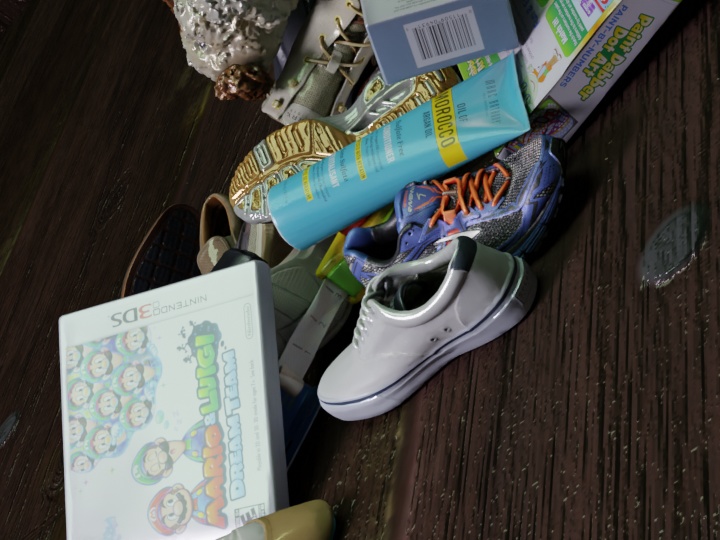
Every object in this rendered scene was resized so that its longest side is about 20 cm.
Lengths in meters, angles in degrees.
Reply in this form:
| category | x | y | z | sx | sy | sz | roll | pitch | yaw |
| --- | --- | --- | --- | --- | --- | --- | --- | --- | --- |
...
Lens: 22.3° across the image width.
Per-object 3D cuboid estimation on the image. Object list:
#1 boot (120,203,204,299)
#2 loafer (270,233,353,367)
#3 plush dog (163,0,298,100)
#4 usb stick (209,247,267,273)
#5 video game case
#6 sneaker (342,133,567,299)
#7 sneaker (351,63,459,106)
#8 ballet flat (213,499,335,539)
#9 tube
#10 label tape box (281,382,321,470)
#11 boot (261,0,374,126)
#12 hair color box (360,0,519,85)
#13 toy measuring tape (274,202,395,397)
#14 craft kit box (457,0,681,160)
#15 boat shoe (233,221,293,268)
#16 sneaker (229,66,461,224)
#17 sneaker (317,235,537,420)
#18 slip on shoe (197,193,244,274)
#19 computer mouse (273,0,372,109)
| category | x | y | z | sx | sy | sz | roll | pitch | yaw |
| --- | --- | --- | --- | --- | --- | --- | --- | --- | --- |
| boot | -0.195 | 0.040 | 1.656 | 0.097 | 0.074 | 0.201 | -22 | 51 | 63 |
| loafer | -0.040 | 0.018 | 1.392 | 0.200 | 0.072 | 0.063 | -57 | 0 | -43 |
| plush dog | -0.096 | -0.231 | 1.459 | 0.200 | 0.160 | 0.172 | 62 | 142 | 38 |
| usb stick | -0.135 | 0.069 | 1.391 | 0.200 | 0.033 | 0.055 | -57 | 28 | -14 |
| video game case | -0.137 | 0.109 | 1.309 | 0.181 | 0.024 | 0.201 | -15 | 69 | 27 |
| sneaker | 0.062 | -0.031 | 1.224 | 0.200 | 0.078 | 0.076 | -38 | 28 | 37 |
| sneaker | 0.069 | -0.178 | 1.461 | 0.202 | 0.067 | 0.108 | -52 | 21 | 16 |
| ballet flat | -0.098 | 0.218 | 1.207 | 0.200 | 0.063 | 0.069 | -48 | 29 | 16 |
| tube | 0.029 | -0.079 | 1.271 | 0.200 | 0.050 | 0.078 | -28 | 49 | 22 |
| label tape box | -0.118 | 0.136 | 1.379 | 0.200 | 0.066 | 0.144 | -17 | 42 | 61 |
| boot | -0.013 | -0.178 | 1.458 | 0.155 | 0.072 | 0.200 | -61 | 14 | -3 |
| hair color box | 0.045 | -0.230 | 1.309 | 0.099 | 0.061 | 0.201 | -15 | 47 | 7 |
| toy measuring tape | 0.000 | 0.000 | 1.318 | 0.073 | 0.074 | 0.200 | -21 | 35 | 56 |
| craft kit box | 0.141 | -0.200 | 1.277 | 0.198 | 0.048 | 0.200 | -49 | 34 | 26 |
| boat shoe | -0.075 | -0.015 | 1.512 | 0.065 | 0.072 | 0.200 | -36 | 32 | 28 |
| sneaker | -0.002 | -0.083 | 1.396 | 0.199 | 0.088 | 0.076 | -28 | 61 | 12 |
| sneaker | 0.028 | 0.032 | 1.211 | 0.200 | 0.071 | 0.073 | -37 | 26 | 38 |
| slip on shoe | -0.115 | 0.000 | 1.586 | 0.076 | 0.061 | 0.200 | -42 | 24 | 29 |
| computer mouse | -0.043 | -0.201 | 1.579 | 0.138 | 0.201 | 0.053 | -24 | 30 | -7 |
